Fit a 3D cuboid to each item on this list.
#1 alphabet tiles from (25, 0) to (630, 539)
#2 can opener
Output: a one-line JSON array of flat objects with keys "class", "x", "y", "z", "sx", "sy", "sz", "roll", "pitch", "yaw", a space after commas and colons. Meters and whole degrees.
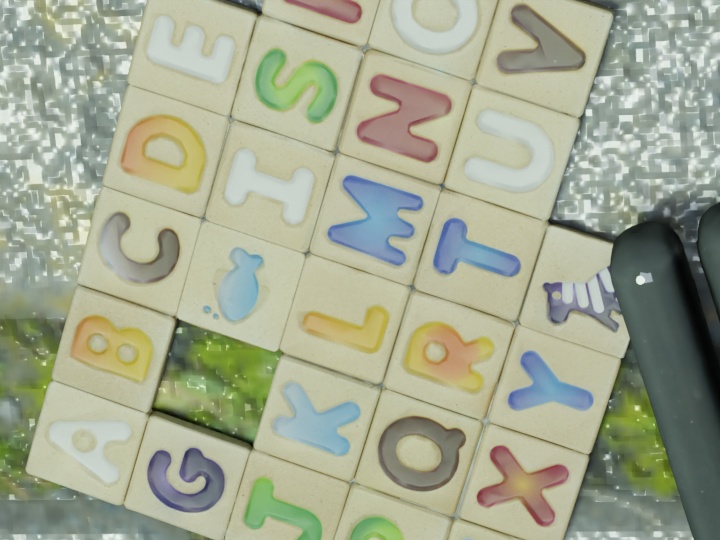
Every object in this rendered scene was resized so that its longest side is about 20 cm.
[{"class": "alphabet tiles", "x": 0.000, "y": 0.000, "z": 0.851, "sx": 0.166, "sy": 0.008, "sz": 0.201, "roll": 18, "pitch": 111, "yaw": 4}, {"class": "can opener", "x": 0.121, "y": 0.082, "z": 0.824, "sx": 0.053, "sy": 0.067, "sz": 0.201, "roll": -15, "pitch": 109, "yaw": 14}]
